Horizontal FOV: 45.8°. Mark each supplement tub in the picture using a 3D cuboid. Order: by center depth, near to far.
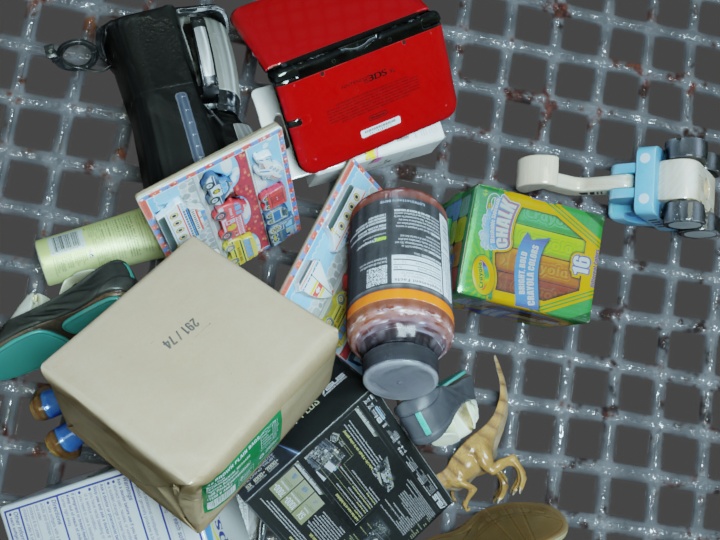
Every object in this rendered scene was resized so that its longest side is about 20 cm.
[{"bbox_3d":[0.038,0.023,0.836,0.106,0.107,0.201,9,52,-9],"label":"supplement tub"}]

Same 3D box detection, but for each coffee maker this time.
[{"bbox_3d":[-0.208,-0.160,0.914,0.191,0.135,0.201,-18,76,6],"label":"coffee maker"}]

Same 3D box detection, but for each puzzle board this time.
[{"bbox_3d":[-0.135,-0.055,0.878,0.150,0.200,0.017,-30,66,-12],"label":"puzzle board"},{"bbox_3d":[0.000,0.000,0.925,0.151,0.017,0.200,45,55,-31],"label":"puzzle board"}]

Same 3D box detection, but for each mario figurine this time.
[{"bbox_3d":[-0.239,0.126,0.915,0.199,0.106,0.124,-24,122,-2],"label":"mario figurine"}]

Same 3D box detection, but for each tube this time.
[{"bbox_3d":[-0.250,-0.035,0.938,0.199,0.052,0.058,-19,127,-16],"label":"tube"}]

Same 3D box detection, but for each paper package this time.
[{"bbox_3d":[-0.149,0.096,0.780,0.190,0.104,0.200,31,55,20],"label":"paper package"}]

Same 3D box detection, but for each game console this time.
[{"bbox_3d":[-0.016,-0.228,0.944,0.199,0.119,0.173,-25,119,-15],"label":"game console"}]

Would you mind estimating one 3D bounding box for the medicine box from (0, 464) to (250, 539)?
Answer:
[{"bbox_3d":[-0.221,0.282,0.843,0.199,0.103,0.183,-19,86,8],"label":"medicine box"}]

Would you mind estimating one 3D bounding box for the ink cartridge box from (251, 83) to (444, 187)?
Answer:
[{"bbox_3d":[-0.018,-0.171,0.982,0.199,0.067,0.117,-17,86,-13],"label":"ink cartridge box"}]

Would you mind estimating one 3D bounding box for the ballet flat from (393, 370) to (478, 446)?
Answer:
[{"bbox_3d":[0.087,0.150,0.900,0.073,0.200,0.073,-1,87,19],"label":"ballet flat"}]

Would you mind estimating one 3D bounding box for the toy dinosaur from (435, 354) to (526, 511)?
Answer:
[{"bbox_3d":[0.139,0.205,0.966,0.106,0.060,0.200,41,78,-1],"label":"toy dinosaur"}]

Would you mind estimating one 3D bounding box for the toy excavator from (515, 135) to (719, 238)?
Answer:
[{"bbox_3d":[0.310,-0.098,1.018,0.194,0.199,0.100,15,76,-53],"label":"toy excavator"}]

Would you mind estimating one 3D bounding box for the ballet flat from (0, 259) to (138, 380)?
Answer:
[{"bbox_3d":[-0.314,0.048,0.895,0.199,0.068,0.069,-25,55,12],"label":"ballet flat"}]

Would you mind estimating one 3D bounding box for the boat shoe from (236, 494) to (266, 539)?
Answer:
[{"bbox_3d":[-0.132,0.204,0.914,0.071,0.068,0.201,-2,83,-10],"label":"boat shoe"}]

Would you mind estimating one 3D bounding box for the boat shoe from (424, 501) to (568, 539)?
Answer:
[{"bbox_3d":[0.139,0.324,0.954,0.199,0.072,0.072,-20,123,-11],"label":"boat shoe"}]

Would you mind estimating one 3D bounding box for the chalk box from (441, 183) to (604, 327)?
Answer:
[{"bbox_3d":[0.149,-0.017,0.956,0.199,0.124,0.125,12,81,-12],"label":"chalk box"}]

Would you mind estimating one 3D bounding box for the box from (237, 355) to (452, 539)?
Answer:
[{"bbox_3d":[-0.023,0.217,0.877,0.164,0.086,0.200,-41,124,-12],"label":"box"}]
